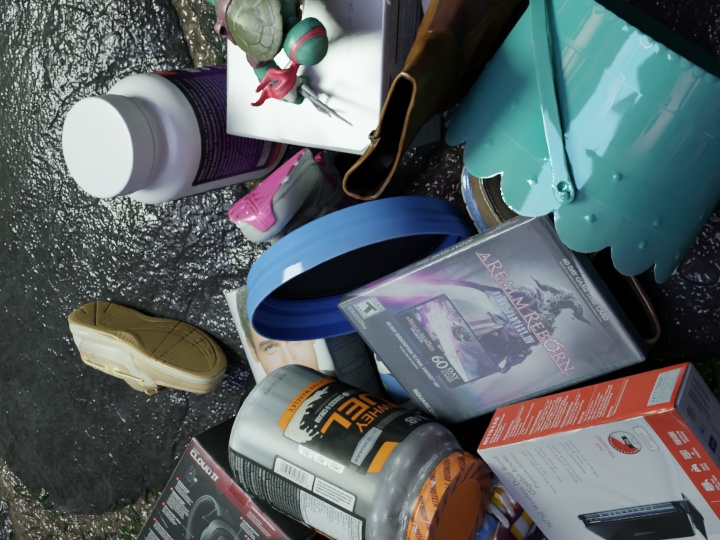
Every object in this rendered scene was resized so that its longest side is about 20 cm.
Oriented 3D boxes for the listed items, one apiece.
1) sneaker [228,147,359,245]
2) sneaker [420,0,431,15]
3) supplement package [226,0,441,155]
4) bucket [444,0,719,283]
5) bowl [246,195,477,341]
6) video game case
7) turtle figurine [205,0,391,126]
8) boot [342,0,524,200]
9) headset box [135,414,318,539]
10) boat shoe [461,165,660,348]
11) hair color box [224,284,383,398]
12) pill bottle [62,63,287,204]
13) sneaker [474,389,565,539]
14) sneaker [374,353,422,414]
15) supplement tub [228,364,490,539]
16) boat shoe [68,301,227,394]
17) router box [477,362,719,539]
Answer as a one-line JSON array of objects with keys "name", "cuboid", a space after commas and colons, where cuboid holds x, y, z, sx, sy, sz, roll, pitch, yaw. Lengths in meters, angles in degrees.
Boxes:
[{"name": "sneaker", "cuboid": [-0.040, -0.046, 0.911, 0.081, 0.200, 0.089, -36, 89, 19]}, {"name": "sneaker", "cuboid": [0.111, -0.257, 0.820, 0.084, 0.074, 0.201, 33, 118, 21]}, {"name": "supplement package", "cuboid": [-0.018, -0.209, 0.896, 0.155, 0.111, 0.202, 12, 109, 30]}, {"name": "bucket", "cuboid": [0.171, -0.105, 0.750, 0.207, 0.207, 0.135, 39, 113, 19]}, {"name": "bowl", "cuboid": [0.000, 0.000, 0.893, 0.200, 0.200, 0.040, -34, 65, 35]}, {"name": "video game case", "cuboid": [0.097, 0.043, 0.835, 0.199, 0.019, 0.143, -24, 113, 36]}, {"name": "turtle figurine", "cuboid": [-0.066, -0.203, 0.808, 0.200, 0.100, 0.150, 45, 122, 21]}, {"name": "boot", "cuboid": [0.055, -0.165, 0.734, 0.068, 0.200, 0.189, 34, 128, 3]}, {"name": "headset box", "cuboid": [-0.131, 0.261, 1.120, 0.149, 0.077, 0.201, 41, 120, 17]}, {"name": "boat shoe", "cuboid": [0.160, -0.019, 0.829, 0.200, 0.072, 0.072, 46, 162, -8]}, {"name": "hair color box", "cuboid": [-0.044, 0.097, 1.028, 0.098, 0.060, 0.202, -19, 92, 35]}, {"name": "pill bottle", "cuboid": [-0.161, -0.121, 0.960, 0.111, 0.200, 0.113, 9, 108, 31]}, {"name": "sneaker", "cuboid": [0.124, 0.188, 0.922, 0.075, 0.090, 0.202, 26, 116, 25]}, {"name": "sneaker", "cuboid": [0.085, 0.055, 0.924, 0.199, 0.074, 0.083, -35, 81, 34]}, {"name": "supplement tub", "cuboid": [-0.001, 0.164, 0.899, 0.199, 0.122, 0.124, 20, 113, 31]}, {"name": "boat shoe", "cuboid": [-0.221, 0.092, 1.143, 0.199, 0.074, 0.070, 19, 125, 29]}, {"name": "router box", "cuboid": [0.217, 0.174, 0.823, 0.179, 0.049, 0.200, -22, 114, 44]}]
